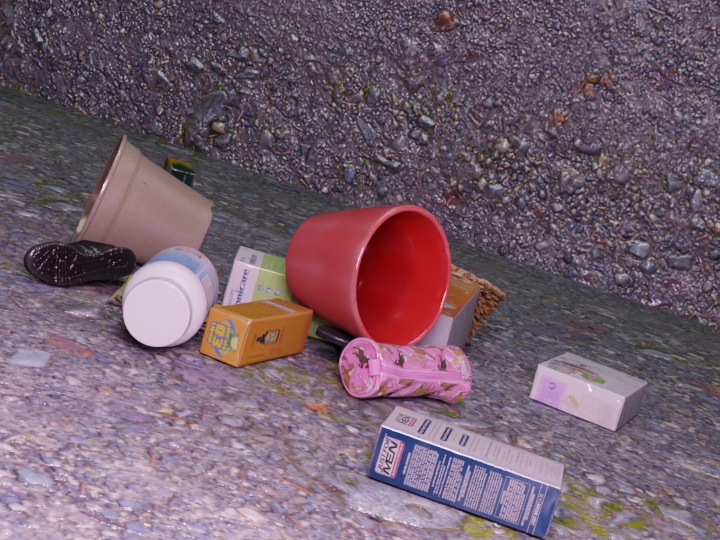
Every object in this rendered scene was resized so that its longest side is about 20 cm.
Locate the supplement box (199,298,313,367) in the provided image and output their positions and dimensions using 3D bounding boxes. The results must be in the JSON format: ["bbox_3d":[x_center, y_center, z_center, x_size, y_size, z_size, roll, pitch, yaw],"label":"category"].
[{"bbox_3d":[-0.136,0.081,1.645,0.068,0.067,0.200,19,9,18],"label":"supplement box"}]

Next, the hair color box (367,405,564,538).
[{"bbox_3d":[0.115,0.213,1.313,0.198,0.061,0.100,19,9,9],"label":"hair color box"}]

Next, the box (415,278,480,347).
[{"bbox_3d":[0.101,0.075,1.925,0.123,0.099,0.200,17,18,13],"label":"box"}]

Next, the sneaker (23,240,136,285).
[{"bbox_3d":[-0.401,-0.012,1.755,0.198,0.061,0.104,0,4,-38],"label":"sneaker"}]

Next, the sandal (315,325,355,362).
[{"bbox_3d":[0.003,0.126,1.741,0.075,0.045,0.199,31,1,39],"label":"sandal"}]

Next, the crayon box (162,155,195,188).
[{"bbox_3d":[-0.370,-0.149,2.420,0.051,0.127,0.200,14,9,-15],"label":"crayon box"}]

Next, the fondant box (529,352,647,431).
[{"bbox_3d":[0.365,0.189,1.948,0.143,0.059,0.200,20,9,21],"label":"fondant box"}]

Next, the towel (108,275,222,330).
[{"bbox_3d":[-0.251,0.051,1.753,0.198,0.023,0.144,17,10,-3],"label":"towel"}]

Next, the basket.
[{"bbox_3d":[0.132,0.015,2.123,0.199,0.144,0.149,23,53,33],"label":"basket"}]

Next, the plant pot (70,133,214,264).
[{"bbox_3d":[-0.342,-0.087,1.969,0.182,0.202,0.200,26,6,-15],"label":"plant pot"}]

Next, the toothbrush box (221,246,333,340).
[{"bbox_3d":[-0.107,0.037,1.901,0.198,0.087,0.146,17,9,-5],"label":"toothbrush box"}]

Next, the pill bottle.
[{"bbox_3d":[-0.245,0.036,1.573,0.107,0.110,0.200,16,9,-2],"label":"pill bottle"}]

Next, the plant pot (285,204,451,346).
[{"bbox_3d":[0.000,0.000,1.726,0.176,0.203,0.199,11,3,44],"label":"plant pot"}]

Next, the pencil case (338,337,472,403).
[{"bbox_3d":[0.063,0.135,1.641,0.198,0.087,0.083,8,45,-42],"label":"pencil case"}]
